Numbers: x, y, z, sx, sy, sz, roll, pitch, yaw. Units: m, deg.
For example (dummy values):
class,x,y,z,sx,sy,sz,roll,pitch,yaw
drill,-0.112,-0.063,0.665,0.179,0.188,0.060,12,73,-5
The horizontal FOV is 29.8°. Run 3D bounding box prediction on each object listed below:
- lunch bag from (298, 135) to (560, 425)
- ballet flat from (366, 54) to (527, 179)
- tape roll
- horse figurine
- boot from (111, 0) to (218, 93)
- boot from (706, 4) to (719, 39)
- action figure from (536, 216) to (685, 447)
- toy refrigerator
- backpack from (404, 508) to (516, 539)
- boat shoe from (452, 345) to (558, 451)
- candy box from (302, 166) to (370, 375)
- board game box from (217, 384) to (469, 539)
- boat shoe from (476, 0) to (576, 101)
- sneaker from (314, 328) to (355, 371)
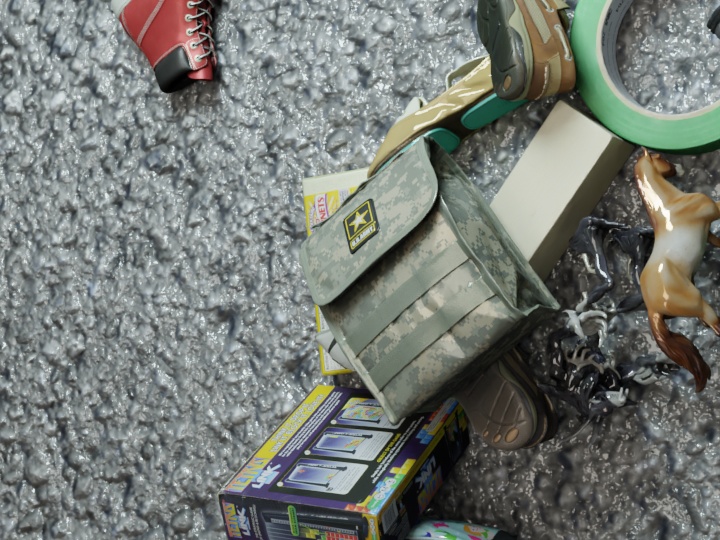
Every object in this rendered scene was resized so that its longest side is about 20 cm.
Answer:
class,x,y,z,sx,sy,sz,roll,pitch,yaw
lunch bag,0.048,0.004,1.190,0.164,0.117,0.201,-41,74,24
ballet flat,0.085,-0.152,1.304,0.199,0.069,0.063,-31,62,15
tape roll,0.288,-0.205,1.204,0.199,0.048,0.202,-1,87,27
horse figurine,0.286,-0.003,1.156,0.132,0.050,0.201,18,70,-7
boot,-0.164,-0.285,1.432,0.200,0.072,0.145,-41,71,28
boot,0.392,-0.191,1.093,0.199,0.070,0.132,-20,74,-9
action figure,0.221,0.056,1.191,0.102,0.118,0.202,-6,75,64
toy refrigerator,0.161,-0.054,1.248,0.070,0.076,0.201,38,105,23
backpack,0.048,0.311,1.247,0.199,0.150,0.179,3,93,18
boat shoe,0.117,0.093,1.269,0.075,0.073,0.201,-50,47,25
candy box,0.000,0.000,1.355,0.102,0.026,0.202,-8,84,25
board game box,-0.011,0.184,1.259,0.164,0.200,0.057,2,116,28
boat shoe,0.153,-0.226,1.238,0.073,0.076,0.201,4,50,-10
sneaker,0.020,0.000,1.292,0.088,0.074,0.201,29,93,13
